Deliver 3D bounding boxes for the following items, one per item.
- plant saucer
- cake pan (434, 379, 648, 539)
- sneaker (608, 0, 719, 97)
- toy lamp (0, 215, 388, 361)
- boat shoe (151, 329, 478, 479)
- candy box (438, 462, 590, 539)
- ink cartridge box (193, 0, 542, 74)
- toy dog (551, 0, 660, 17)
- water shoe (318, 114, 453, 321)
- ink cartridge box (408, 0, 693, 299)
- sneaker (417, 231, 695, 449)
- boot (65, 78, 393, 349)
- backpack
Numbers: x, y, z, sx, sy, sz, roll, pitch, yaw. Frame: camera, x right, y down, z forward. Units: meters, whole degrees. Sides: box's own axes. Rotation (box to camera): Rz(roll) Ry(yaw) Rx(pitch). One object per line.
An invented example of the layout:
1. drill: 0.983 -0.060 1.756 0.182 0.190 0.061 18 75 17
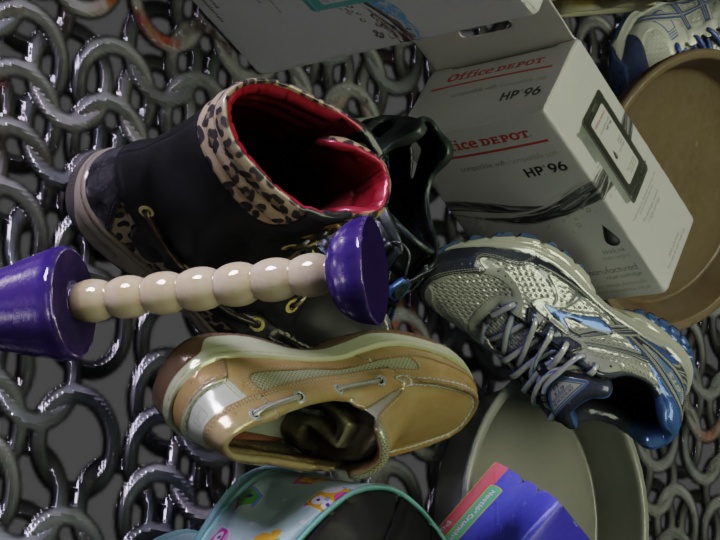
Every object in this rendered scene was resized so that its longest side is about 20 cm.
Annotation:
1. plant saucer: 0.218 -0.056 1.416 0.200 0.029 0.201 -14 112 -37
2. cake pan: 0.115 0.161 1.300 0.200 0.037 0.201 9 78 -48
3. sneaker: 0.252 -0.170 1.468 0.200 0.088 0.075 -41 117 -42
4. toy lamp: -0.088 0.011 0.969 0.058 0.199 0.058 -4 90 -75
5. boat shoe: -0.008 0.078 1.030 0.200 0.076 0.072 0 121 -40
6. candy box: 0.092 0.243 1.193 0.169 0.077 0.200 -46 123 -13
7. ink cartridge box: 0.002 -0.219 1.099 0.146 0.200 0.147 47 52 -34
8. toy dog: 0.136 -0.271 1.334 0.193 0.140 0.201 -5 90 -13
9. water shoe: 0.000 0.000 1.159 0.071 0.079 0.200 28 64 -43
10. ink cartridge box: 0.106 -0.071 1.263 0.200 0.116 0.068 52 48 -30
11. sneaker: 0.123 0.047 1.249 0.200 0.077 0.085 25 42 -17
12. boot: -0.036 -0.016 1.037 0.200 0.150 0.073 37 56 -20
13. backpack: -0.042 0.199 1.025 0.200 0.153 0.176 -44 119 -29
